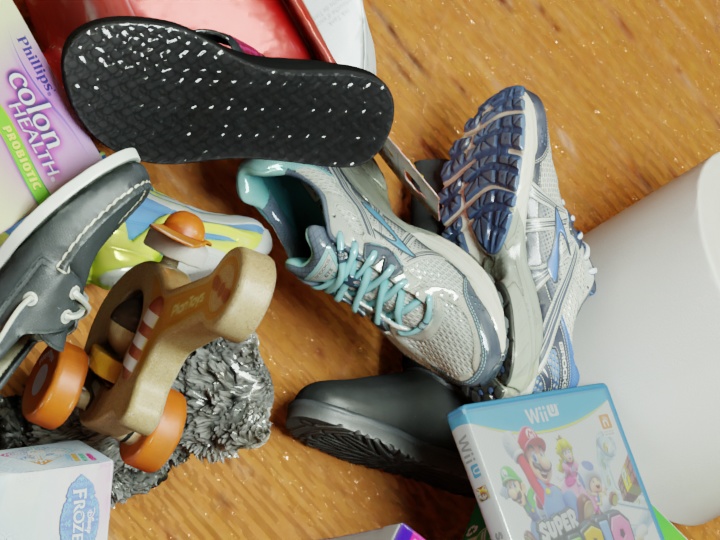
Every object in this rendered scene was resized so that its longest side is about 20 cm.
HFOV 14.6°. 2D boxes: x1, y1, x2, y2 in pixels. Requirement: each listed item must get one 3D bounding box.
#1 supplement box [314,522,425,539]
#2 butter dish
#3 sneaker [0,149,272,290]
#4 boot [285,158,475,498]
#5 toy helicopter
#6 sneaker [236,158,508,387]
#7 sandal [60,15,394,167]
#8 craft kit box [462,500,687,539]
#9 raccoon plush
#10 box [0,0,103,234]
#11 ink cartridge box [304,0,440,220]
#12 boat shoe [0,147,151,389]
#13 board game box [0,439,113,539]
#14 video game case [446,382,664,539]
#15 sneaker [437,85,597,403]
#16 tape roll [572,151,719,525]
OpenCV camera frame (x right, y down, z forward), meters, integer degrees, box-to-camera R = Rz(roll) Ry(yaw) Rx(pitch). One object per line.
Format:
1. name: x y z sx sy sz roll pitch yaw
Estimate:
1. supplement box: 0.047 0.250 1.685 0.200 0.101 0.104 41 58 -24
2. butter dish: -0.127 -0.135 1.588 0.148 0.199 0.201 -35 104 -24
3. sneaker: -0.139 -0.039 1.624 0.199 0.076 0.106 -7 77 -42
4. boot: 0.036 0.023 1.744 0.164 0.065 0.201 23 70 -37
5. toy helicopter: -0.093 0.020 1.459 0.079 0.200 0.133 26 66 -22
6. sneaker: 0.000 0.000 1.652 0.200 0.078 0.086 45 33 16
7. sandal: -0.075 -0.094 1.505 0.199 0.045 0.075 8 111 -33
8. craft kit box: 0.139 0.214 1.679 0.198 0.048 0.200 46 40 -21
9. raccoon plush: -0.138 0.090 1.560 0.199 0.134 0.097 -26 96 -37
10. box: -0.262 -0.075 1.429 0.200 0.096 0.177 -38 104 -40
11. ink cartridge box: 0.001 -0.126 1.666 0.047 0.160 0.200 -37 86 -1
12. boat shoe: -0.175 0.021 1.453 0.200 0.076 0.060 -44 81 3
13. board game box: -0.230 0.200 1.485 0.198 0.043 0.201 -4 107 -36
14. video game case: 0.133 0.167 1.653 0.143 0.018 0.201 -6 71 -49
15. sneaker: 0.101 -0.012 1.732 0.085 0.077 0.201 11 76 -38
16. tape roll: 0.225 0.043 1.793 0.202 0.139 0.203 35 38 -33
